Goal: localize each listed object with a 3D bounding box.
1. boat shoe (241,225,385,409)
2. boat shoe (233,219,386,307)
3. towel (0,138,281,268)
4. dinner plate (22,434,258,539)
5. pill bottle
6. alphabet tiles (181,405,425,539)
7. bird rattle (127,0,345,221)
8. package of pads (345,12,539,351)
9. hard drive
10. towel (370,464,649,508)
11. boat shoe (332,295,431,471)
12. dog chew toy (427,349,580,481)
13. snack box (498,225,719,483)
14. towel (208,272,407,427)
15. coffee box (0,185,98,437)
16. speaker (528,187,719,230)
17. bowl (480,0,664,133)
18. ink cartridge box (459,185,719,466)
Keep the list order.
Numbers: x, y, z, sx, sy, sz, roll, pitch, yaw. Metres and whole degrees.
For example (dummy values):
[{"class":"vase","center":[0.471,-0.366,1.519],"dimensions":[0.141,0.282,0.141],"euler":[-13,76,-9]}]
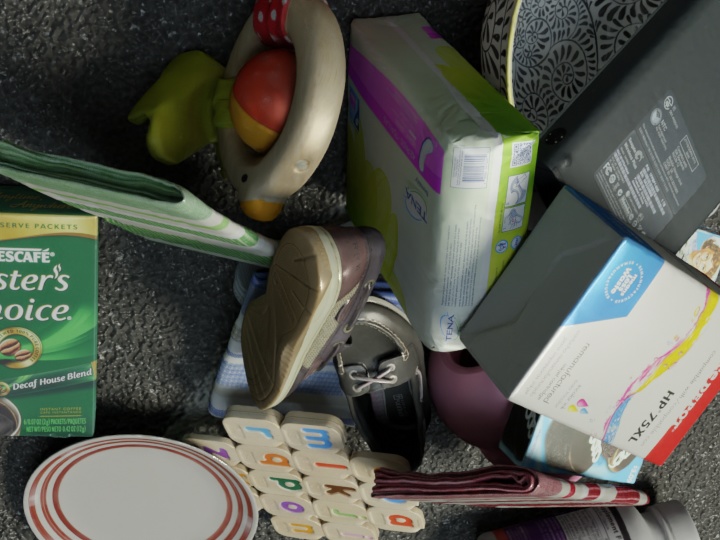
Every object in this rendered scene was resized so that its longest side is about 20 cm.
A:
[{"class":"boat shoe","center":[-0.034,0.034,0.721],"dimensions":[0.064,0.073,0.201],"euler":[-9,152,-23]},{"class":"boat shoe","center":[0.000,0.000,0.839],"dimensions":[0.196,0.073,0.062],"euler":[-9,148,-3]},{"class":"towel","center":[-0.125,-0.037,0.695],"dimensions":[0.200,0.150,0.024],"euler":[31,75,-66]},{"class":"dinner plate","center":[-0.185,0.200,0.922],"dimensions":[0.196,0.024,0.203],"euler":[-2,132,-2]},{"class":"pill bottle","center":[0.216,0.281,1.023],"dimensions":[0.196,0.112,0.113],"euler":[-13,124,-4]},{"class":"alphabet tiles","center":[-0.045,0.174,0.903],"dimensions":[0.192,0.015,0.202],"euler":[3,140,16]},{"class":"bird rattle","center":[-0.050,-0.126,0.695],"dimensions":[0.111,0.165,0.200],"euler":[16,128,-41]},{"class":"package of pads","center":[0.044,-0.061,0.721],"dimensions":[0.067,0.201,0.157],"euler":[-8,124,-15]},{"class":"hard drive","center":[0.204,-0.090,0.716],"dimensions":[0.200,0.033,0.140],"euler":[-46,125,-13]},{"class":"towel","center":[0.119,0.168,0.834],"dimensions":[0.142,0.023,0.199],"euler":[-9,163,36]},{"class":"boat shoe","center":[0.021,0.091,0.819],"dimensions":[0.066,0.058,0.201],"euler":[-11,145,8]},{"class":"dog chew toy","center":[0.137,0.113,0.901],"dimensions":[0.123,0.125,0.201],"euler":[-31,130,8]},{"class":"snack box","center":[0.187,0.054,0.801],"dimensions":[0.114,0.037,0.203],"euler":[12,103,-29]},{"class":"towel","center":[-0.035,0.065,0.846],"dimensions":[0.144,0.024,0.201],"euler":[5,144,-15]},{"class":"coffee box","center":[-0.256,0.034,0.808],"dimensions":[0.120,0.044,0.203],"euler":[3,121,-14]},{"class":"speaker","center":[0.166,-0.073,0.813],"dimensions":[0.196,0.082,0.083],"euler":[-4,122,-9]},{"class":"bowl","center":[0.145,-0.154,0.733],"dimensions":[0.198,0.094,0.205],"euler":[-11,111,-31]},{"class":"ink cartridge box","center":[0.172,0.045,0.683],"dimensions":[0.198,0.067,0.117],"euler":[25,106,-36]}]
